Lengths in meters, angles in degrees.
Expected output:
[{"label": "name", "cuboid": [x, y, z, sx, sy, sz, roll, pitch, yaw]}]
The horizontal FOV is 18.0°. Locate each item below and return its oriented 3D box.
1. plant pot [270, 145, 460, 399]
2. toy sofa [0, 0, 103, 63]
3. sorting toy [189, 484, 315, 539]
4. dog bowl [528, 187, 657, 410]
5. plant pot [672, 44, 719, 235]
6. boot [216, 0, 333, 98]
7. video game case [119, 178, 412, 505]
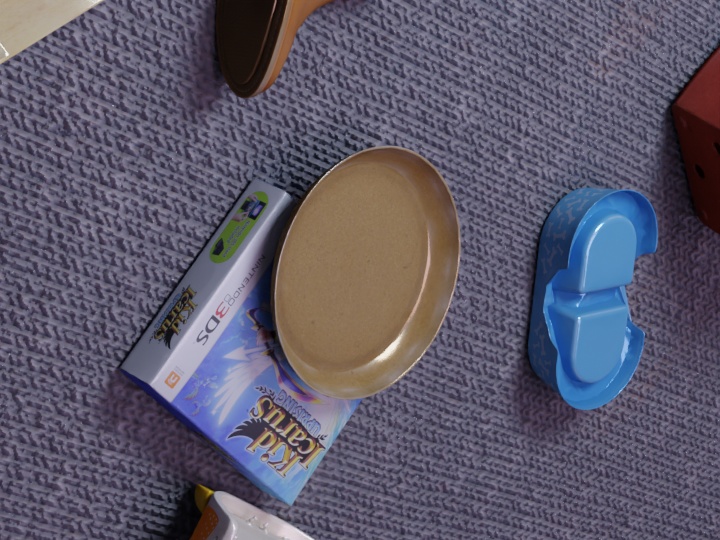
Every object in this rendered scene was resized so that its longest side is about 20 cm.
[{"label": "plant pot", "cuboid": [0.000, 0.000, 1.772, 0.199, 0.027, 0.202, -15, 113, -40]}, {"label": "toy sofa", "cuboid": [-0.216, -0.203, 1.531, 0.199, 0.097, 0.083, -36, 103, -26]}, {"label": "sorting toy", "cuboid": [-0.110, 0.280, 1.800, 0.200, 0.107, 0.181, 33, 91, -45]}, {"label": "dog bowl", "cuboid": [0.200, 0.020, 2.004, 0.111, 0.049, 0.202, -10, 112, -39]}, {"label": "plant pot", "cuboid": [0.395, -0.114, 2.041, 0.175, 0.200, 0.201, -29, 125, -15]}, {"label": "boot", "cuboid": [-0.020, -0.218, 1.698, 0.154, 0.073, 0.202, 5, 106, -47]}, {"label": "video game case", "cuboid": [-0.068, 0.059, 1.780, 0.182, 0.045, 0.200, -55, 133, -10]}]
